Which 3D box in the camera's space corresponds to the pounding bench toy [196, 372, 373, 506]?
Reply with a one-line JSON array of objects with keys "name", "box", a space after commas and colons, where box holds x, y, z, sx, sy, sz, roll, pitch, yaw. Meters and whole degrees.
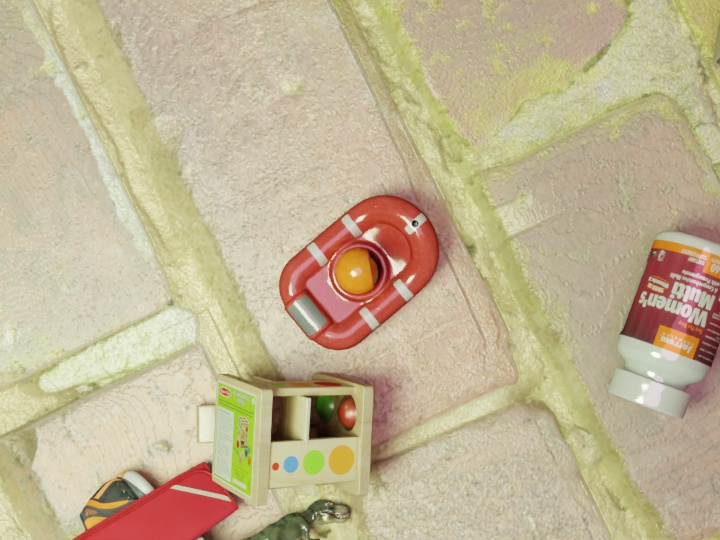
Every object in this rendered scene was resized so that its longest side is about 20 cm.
[{"name": "pounding bench toy", "box": [-0.089, 0.184, 1.196, 0.156, 0.200, 0.125, 2, 92, -31]}]

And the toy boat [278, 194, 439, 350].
[{"name": "toy boat", "box": [0.000, 0.000, 1.186, 0.200, 0.131, 0.131, -41, 89, 0]}]

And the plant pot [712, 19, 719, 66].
[{"name": "plant pot", "box": [0.532, -0.347, 1.163, 0.199, 0.200, 0.178, 5, 78, 1]}]

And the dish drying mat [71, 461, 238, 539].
[{"name": "dish drying mat", "box": [-0.238, 0.294, 1.165, 0.200, 0.018, 0.077, -27, 70, -37]}]

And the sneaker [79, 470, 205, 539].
[{"name": "sneaker", "box": [-0.249, 0.338, 1.190, 0.200, 0.078, 0.112, 41, 51, 10]}]

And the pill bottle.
[{"name": "pill bottle", "box": [0.365, 0.063, 1.191, 0.109, 0.110, 0.201, 20, 89, 1]}]

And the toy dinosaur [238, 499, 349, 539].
[{"name": "toy dinosaur", "box": [-0.102, 0.336, 1.206, 0.200, 0.047, 0.088, -15, 96, -31]}]
